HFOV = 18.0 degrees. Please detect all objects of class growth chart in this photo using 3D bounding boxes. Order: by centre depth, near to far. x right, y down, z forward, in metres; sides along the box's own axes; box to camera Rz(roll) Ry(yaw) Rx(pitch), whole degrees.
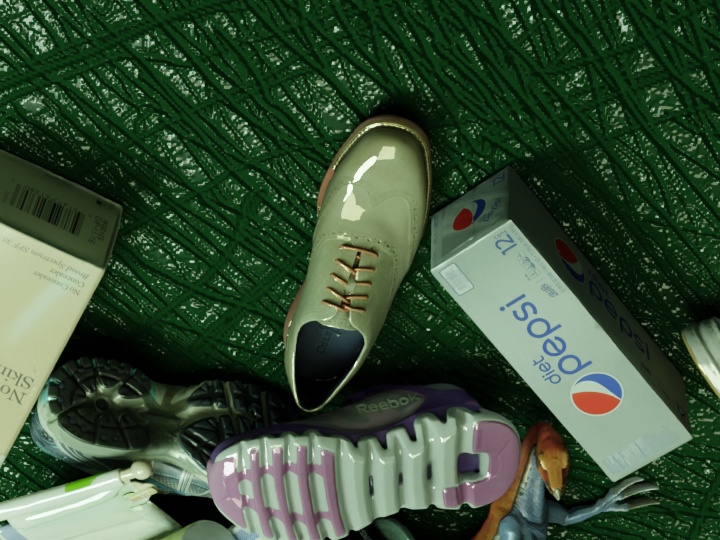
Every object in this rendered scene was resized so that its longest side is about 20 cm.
[{"bbox_3d":[-0.173,0.182,1.506,0.144,0.018,0.200,-14,151,10],"label":"growth chart"}]

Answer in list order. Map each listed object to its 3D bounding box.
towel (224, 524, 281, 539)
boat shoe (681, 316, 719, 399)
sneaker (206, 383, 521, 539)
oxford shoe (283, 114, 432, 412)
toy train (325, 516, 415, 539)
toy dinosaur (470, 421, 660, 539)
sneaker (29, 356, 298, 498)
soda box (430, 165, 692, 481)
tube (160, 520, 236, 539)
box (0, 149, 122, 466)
[{"bbox_3d":[-0.041,0.256,1.488,0.200,0.024,0.147,53,135,4],"label":"towel"},{"bbox_3d":[0.286,0.080,1.437,0.200,0.071,0.069,36,115,-25],"label":"boat shoe"},{"bbox_3d":[-0.002,0.114,1.448,0.199,0.089,0.081,-7,121,-12],"label":"sneaker"},{"bbox_3d":[0.000,0.000,1.396,0.070,0.074,0.201,12,123,-5],"label":"oxford shoe"},{"bbox_3d":[0.023,0.251,1.507,0.200,0.085,0.114,50,141,12],"label":"toy train"},{"bbox_3d":[0.097,0.185,1.500,0.198,0.105,0.183,-5,112,14],"label":"toy dinosaur"},{"bbox_3d":[-0.122,0.111,1.489,0.199,0.078,0.086,21,151,-19],"label":"sneaker"},{"bbox_3d":[0.125,0.035,1.414,0.063,0.068,0.200,-32,116,21],"label":"soda box"},{"bbox_3d":[-0.153,0.218,1.508,0.052,0.058,0.200,-5,160,-42],"label":"tube"},{"bbox_3d":[-0.233,0.035,1.431,0.094,0.078,0.201,23,121,-11],"label":"box"}]
